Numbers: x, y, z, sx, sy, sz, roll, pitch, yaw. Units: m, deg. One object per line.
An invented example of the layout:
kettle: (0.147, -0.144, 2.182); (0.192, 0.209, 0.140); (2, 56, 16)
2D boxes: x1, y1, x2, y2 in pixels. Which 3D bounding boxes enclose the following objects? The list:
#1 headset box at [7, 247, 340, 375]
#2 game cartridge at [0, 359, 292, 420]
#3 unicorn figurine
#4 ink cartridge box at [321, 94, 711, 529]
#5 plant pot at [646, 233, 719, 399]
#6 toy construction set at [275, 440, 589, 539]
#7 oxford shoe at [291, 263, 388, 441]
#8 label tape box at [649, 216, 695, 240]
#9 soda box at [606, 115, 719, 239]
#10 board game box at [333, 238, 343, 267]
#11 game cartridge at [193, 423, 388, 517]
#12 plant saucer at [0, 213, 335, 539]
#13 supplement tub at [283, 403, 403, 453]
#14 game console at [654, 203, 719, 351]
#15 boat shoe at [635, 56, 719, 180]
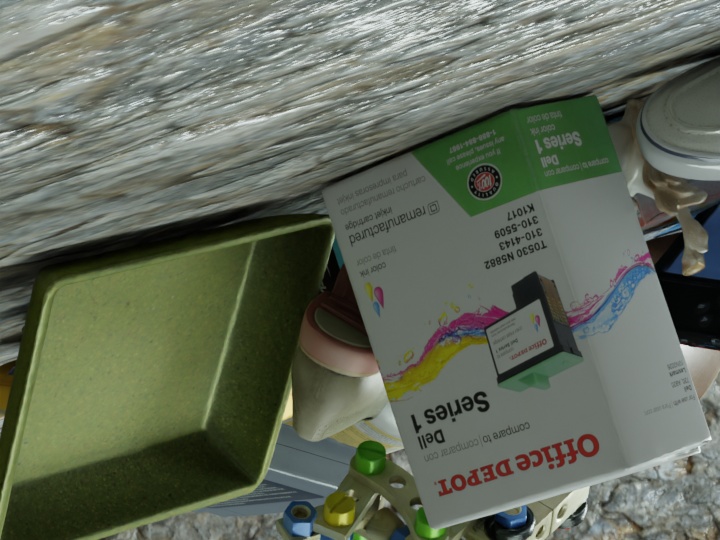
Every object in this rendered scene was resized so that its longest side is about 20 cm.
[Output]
headset box: (-0.117, 0.039, 1.712); (0.200, 0.077, 0.149); (-16, 176, -12)
game cartridge: (-0.128, 0.074, 1.883); (0.200, 0.032, 0.176); (3, -170, 24)
unicorn figurine: (0.125, -0.030, 1.617); (0.074, 0.137, 0.200); (3, 148, -48)
ink cartridge box: (0.083, 0.025, 1.505); (0.145, 0.200, 0.084); (-21, 175, 40)
plant pot: (0.157, 0.031, 1.951); (0.187, 0.187, 0.200); (-18, 176, 13)
toy construction set: (0.058, 0.116, 1.626); (0.200, 0.131, 0.092); (-48, 151, -28)
oxford shoe: (0.003, 0.043, 1.623); (0.071, 0.074, 0.200); (27, -159, 16)
label tape box: (0.287, -0.078, 1.922); (0.143, 0.066, 0.200); (-21, 173, 39)
soda box: (0.163, -0.052, 1.721); (0.064, 0.068, 0.200); (-19, 176, -14)
board game box: (0.000, 0.000, 1.878); (0.151, 0.047, 0.200); (-13, 173, -42)
game cartridge: (-0.089, 0.122, 1.770); (0.133, 0.042, 0.200); (24, 160, -31)
plant saucer: (-0.123, 0.056, 1.559); (0.200, 0.048, 0.200); (-14, 132, -39)
supplement tub: (0.004, 0.069, 2.124); (0.145, 0.146, 0.200); (-13, 174, -44)
game console: (0.245, -0.058, 1.634); (0.172, 0.119, 0.200); (9, -133, 48)
boat shoe: (0.241, -0.105, 1.468); (0.200, 0.071, 0.070); (-13, 148, -4)
